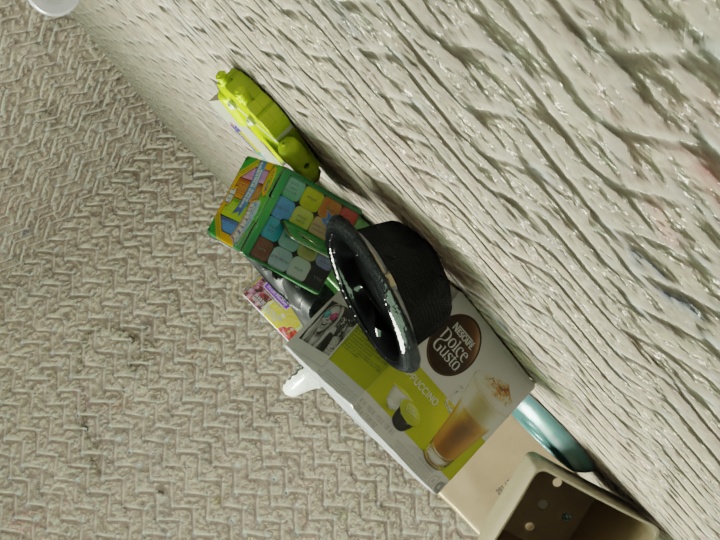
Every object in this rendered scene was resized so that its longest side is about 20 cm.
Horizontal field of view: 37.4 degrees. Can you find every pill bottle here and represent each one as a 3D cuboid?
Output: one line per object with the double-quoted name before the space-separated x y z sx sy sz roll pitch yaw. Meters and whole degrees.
"pill bottle" -0.645 -0.590 2.178 0.113 0.113 0.200 49 174 -32

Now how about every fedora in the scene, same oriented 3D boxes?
"fedora" 0.041 0.014 1.217 0.201 0.091 0.201 56 162 29

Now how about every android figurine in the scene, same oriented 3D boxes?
"android figurine" -0.123 -0.190 1.393 0.182 0.041 0.200 43 176 35

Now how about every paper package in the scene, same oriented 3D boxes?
"paper package" 0.250 0.375 1.884 0.191 0.200 0.103 44 175 21

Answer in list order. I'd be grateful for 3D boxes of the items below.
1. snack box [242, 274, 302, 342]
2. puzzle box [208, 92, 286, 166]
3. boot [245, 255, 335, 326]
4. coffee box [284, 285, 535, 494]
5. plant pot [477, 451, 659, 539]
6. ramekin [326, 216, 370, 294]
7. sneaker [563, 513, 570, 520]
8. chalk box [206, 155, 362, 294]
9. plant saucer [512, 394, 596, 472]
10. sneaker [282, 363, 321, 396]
"snack box" -0.072 0.028 1.803 0.169 0.200 0.068 46 175 -9
"puzzle box" -0.171 -0.221 1.640 0.133 0.025 0.200 47 176 -16
"boot" -0.103 0.024 1.620 0.162 0.073 0.198 42 167 23
"coffee box" 0.065 0.124 1.391 0.200 0.198 0.200 50 171 -32
"plant pot" 0.284 0.380 1.564 0.199 0.200 0.177 28 -169 -5
"ramekin" 0.000 0.000 1.548 0.200 0.098 0.200 46 175 5
"sneaker" 0.406 0.434 1.887 0.200 0.093 0.071 -15 101 55
"chalk box" -0.092 -0.058 1.355 0.125 0.124 0.200 29 178 -27
"plant saucer" 0.269 0.233 1.586 0.200 0.027 0.200 45 176 4
"sneaker" -0.043 0.155 1.730 0.081 0.200 0.076 46 -156 -11
